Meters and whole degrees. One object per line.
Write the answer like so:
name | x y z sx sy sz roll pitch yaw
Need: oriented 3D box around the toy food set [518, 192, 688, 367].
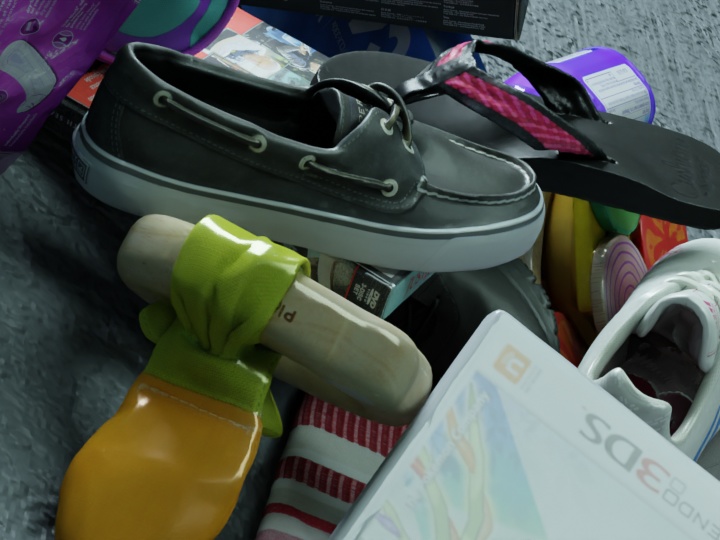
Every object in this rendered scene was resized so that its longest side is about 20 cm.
toy food set | 0.124 0.029 1.109 0.198 0.048 0.201 17 69 -59

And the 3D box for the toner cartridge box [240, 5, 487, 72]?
toner cartridge box | 0.007 -0.094 1.142 0.043 0.095 0.201 22 34 -40

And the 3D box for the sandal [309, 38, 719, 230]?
sandal | 0.076 -0.068 1.010 0.199 0.045 0.075 12 38 -12

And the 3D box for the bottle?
bottle | 0.096 -0.073 1.266 0.065 0.083 0.200 50 24 7

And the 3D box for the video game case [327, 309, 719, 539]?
video game case | 0.065 0.141 0.810 0.182 0.022 0.200 38 63 -1

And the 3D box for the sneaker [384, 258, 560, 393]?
sneaker | 0.000 0.000 1.025 0.200 0.076 0.091 41 30 23

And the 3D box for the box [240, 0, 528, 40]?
box | -0.008 -0.190 1.133 0.199 0.044 0.161 9 49 8

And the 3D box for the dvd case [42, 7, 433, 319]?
dvd case | -0.044 -0.060 0.992 0.199 0.022 0.146 28 31 13

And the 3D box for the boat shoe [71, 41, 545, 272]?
boat shoe | -0.011 -0.045 0.912 0.199 0.057 0.069 7 34 -25

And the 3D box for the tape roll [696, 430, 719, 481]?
tape roll | 0.199 0.161 1.054 0.203 0.037 0.204 -23 90 -78

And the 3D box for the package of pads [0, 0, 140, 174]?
package of pads | -0.159 -0.149 0.921 0.075 0.121 0.201 14 40 -42

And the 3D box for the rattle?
rattle | -0.051 0.059 0.890 0.129 0.144 0.200 13 -7 -13

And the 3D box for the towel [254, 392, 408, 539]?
towel | 0.033 0.105 0.916 0.143 0.023 0.200 24 21 -2

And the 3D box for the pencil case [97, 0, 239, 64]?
pencil case | -0.119 -0.169 1.011 0.200 0.092 0.085 55 -13 44

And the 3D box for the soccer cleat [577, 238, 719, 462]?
soccer cleat | 0.139 0.030 0.989 0.070 0.087 0.200 29 40 9
